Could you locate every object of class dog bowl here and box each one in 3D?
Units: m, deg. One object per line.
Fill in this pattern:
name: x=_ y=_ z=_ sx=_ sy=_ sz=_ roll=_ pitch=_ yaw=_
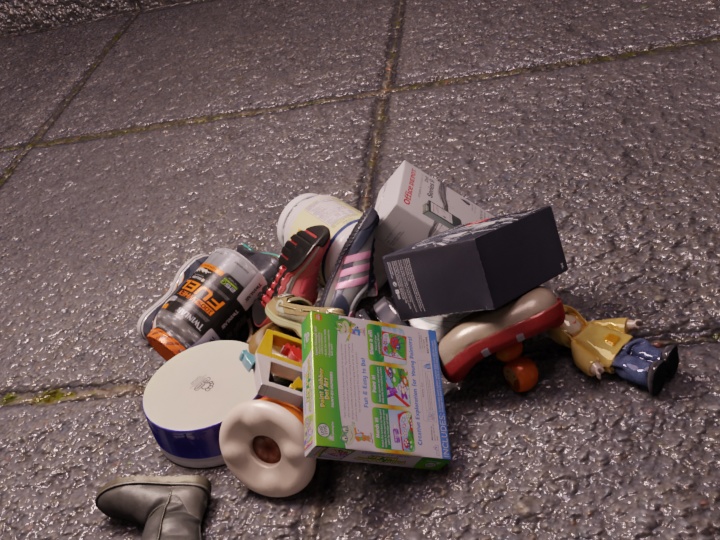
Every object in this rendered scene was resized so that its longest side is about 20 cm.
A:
dog bowl: x=-0.227 y=0.200 z=1.350 sx=0.199 sy=0.079 sz=0.201 roll=-10 pitch=35 yaw=7

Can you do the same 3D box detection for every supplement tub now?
supplement tub: x=-0.046 y=-0.048 z=1.570 sx=0.145 sy=0.146 sz=0.200 roll=-31 pitch=38 yaw=-22
supplement tub: x=-0.257 y=0.069 z=1.486 sx=0.122 sy=0.123 sz=0.200 roll=19 pitch=60 yaw=39

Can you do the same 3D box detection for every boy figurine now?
boy figurine: x=0.360 y=0.105 z=1.284 sx=0.124 sy=0.065 sz=0.200 roll=-38 pitch=43 yaw=-24

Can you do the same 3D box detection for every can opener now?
can opener: x=0.052 y=0.127 z=1.335 sx=0.063 sy=0.079 sz=0.200 roll=11 pitch=36 yaw=-40

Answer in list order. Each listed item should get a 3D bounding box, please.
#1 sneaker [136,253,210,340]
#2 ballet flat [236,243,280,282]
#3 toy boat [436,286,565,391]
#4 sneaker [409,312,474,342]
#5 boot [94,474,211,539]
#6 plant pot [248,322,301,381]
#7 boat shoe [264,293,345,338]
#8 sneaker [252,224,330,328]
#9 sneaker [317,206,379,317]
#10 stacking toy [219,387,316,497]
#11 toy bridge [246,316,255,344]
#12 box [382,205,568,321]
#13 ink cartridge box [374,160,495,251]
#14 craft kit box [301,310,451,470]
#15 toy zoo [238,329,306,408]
sneaker: x=-0.307 y=0.054 z=1.583 sx=0.079 sy=0.079 sz=0.200 roll=10 pitch=52 yaw=38
ballet flat: x=-0.194 y=-0.006 z=1.621 sx=0.073 sy=0.073 sz=0.200 roll=-30 pitch=21 yaw=-21
toy boat: x=0.212 y=0.114 z=1.277 sx=0.199 sy=0.131 sz=0.130 roll=-25 pitch=-1 yaw=11
sneaker: x=0.157 y=0.090 z=1.385 sx=0.199 sy=0.071 sz=0.081 roll=-16 pitch=50 yaw=2
boot: x=-0.284 y=0.366 z=1.162 sx=0.181 sy=0.073 sz=0.201 roll=-10 pitch=42 yaw=10
plant pot: x=-0.074 y=0.119 z=1.379 sx=0.199 sy=0.028 sz=0.200 roll=10 pitch=21 yaw=-4
boat shoe: x=-0.083 y=0.065 z=1.342 sx=0.073 sy=0.063 sz=0.200 roll=17 pitch=4 yaw=-28
sneaker: x=-0.100 y=0.015 z=1.474 sx=0.201 sy=0.087 sz=0.074 roll=-57 pitch=38 yaw=8
sneaker: x=0.000 y=0.000 z=1.427 sx=0.082 sy=0.201 sz=0.070 roll=24 pitch=3 yaw=-7
stacking toy: x=-0.098 y=0.216 z=1.271 sx=0.145 sy=0.147 sz=0.200 roll=1 pitch=19 yaw=22
toy bridge: x=-0.164 y=0.071 z=1.550 sx=0.067 sy=0.027 sz=0.200 roll=-3 pitch=37 yaw=21
box: x=0.170 y=-0.011 z=1.304 sx=0.182 sy=0.105 sz=0.200 roll=-10 pitch=9 yaw=45
ink cartridge box: x=0.126 y=-0.075 z=1.501 sx=0.199 sy=0.084 sz=0.146 roll=30 pitch=36 yaw=-13
craft kit box: x=0.019 y=0.163 z=1.202 sx=0.197 sy=0.049 sz=0.201 roll=13 pitch=53 yaw=-23
toy zoo: x=-0.074 y=0.147 z=1.240 sx=0.199 sy=0.021 sz=0.131 roll=21 pitch=28 yaw=-13
